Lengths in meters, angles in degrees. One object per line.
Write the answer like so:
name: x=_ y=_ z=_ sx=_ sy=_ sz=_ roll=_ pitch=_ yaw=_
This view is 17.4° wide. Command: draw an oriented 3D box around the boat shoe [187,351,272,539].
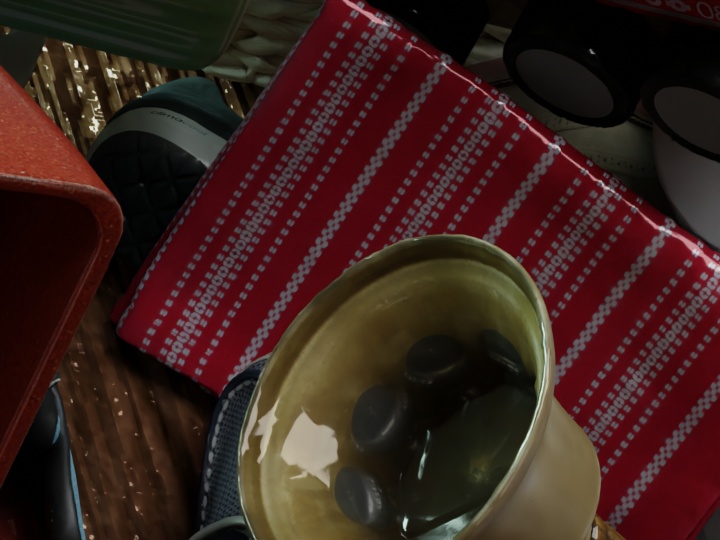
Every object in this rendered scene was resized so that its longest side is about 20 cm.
boat shoe: x=-0.037 y=0.098 z=0.672 sx=0.092 sy=0.075 sz=0.201 roll=20 pitch=41 yaw=-34

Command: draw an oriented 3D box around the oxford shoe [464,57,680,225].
oxford shoe: x=0.072 y=-0.028 z=0.851 sx=0.199 sy=0.070 sz=0.075 roll=2 pitch=62 yaw=-47

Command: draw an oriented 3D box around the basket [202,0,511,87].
basket: x=0.006 y=-0.165 z=0.925 sx=0.135 sy=0.124 sz=0.201 roll=12 pitch=40 yaw=-7

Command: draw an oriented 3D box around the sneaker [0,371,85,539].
sneaker: x=-0.113 y=0.037 z=0.661 sx=0.078 sy=0.090 sz=0.201 roll=0 pitch=50 yaw=-40

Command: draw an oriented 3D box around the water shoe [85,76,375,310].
water shoe: x=0.000 y=0.000 z=0.811 sx=0.200 sy=0.072 sz=0.079 roll=37 pitch=31 yaw=-5

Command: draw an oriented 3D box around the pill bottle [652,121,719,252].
pill bottle: x=0.171 y=-0.047 z=0.846 sx=0.113 sy=0.113 sz=0.200 roll=48 pitch=19 yaw=13

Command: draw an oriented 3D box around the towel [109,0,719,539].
towel: x=0.034 y=0.022 z=0.756 sx=0.200 sy=0.145 sz=0.022 roll=36 pitch=21 yaw=-3

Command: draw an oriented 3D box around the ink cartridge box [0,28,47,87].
ink cartridge box: x=-0.201 y=-0.098 z=0.750 sx=0.199 sy=0.068 sz=0.117 roll=28 pitch=38 yaw=-11

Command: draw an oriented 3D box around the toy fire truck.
toy fire truck: x=0.047 y=-0.125 z=0.687 sx=0.175 sy=0.200 sz=0.129 roll=18 pitch=66 yaw=31

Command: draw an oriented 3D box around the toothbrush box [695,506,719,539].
toothbrush box: x=0.186 y=0.093 z=0.855 sx=0.199 sy=0.085 sz=0.147 roll=13 pitch=42 yaw=-29

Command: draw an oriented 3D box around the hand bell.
hand bell: x=0.066 y=0.081 z=0.690 sx=0.200 sy=0.104 sz=0.105 roll=37 pitch=30 yaw=-41

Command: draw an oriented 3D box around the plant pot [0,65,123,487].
plant pot: x=-0.202 y=-0.006 z=0.562 sx=0.199 sy=0.200 sz=0.177 roll=8 pitch=35 yaw=-33

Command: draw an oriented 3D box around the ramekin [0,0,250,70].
ramekin: x=-0.061 y=-0.156 z=0.691 sx=0.097 sy=0.201 sz=0.201 roll=18 pitch=40 yaw=-9
